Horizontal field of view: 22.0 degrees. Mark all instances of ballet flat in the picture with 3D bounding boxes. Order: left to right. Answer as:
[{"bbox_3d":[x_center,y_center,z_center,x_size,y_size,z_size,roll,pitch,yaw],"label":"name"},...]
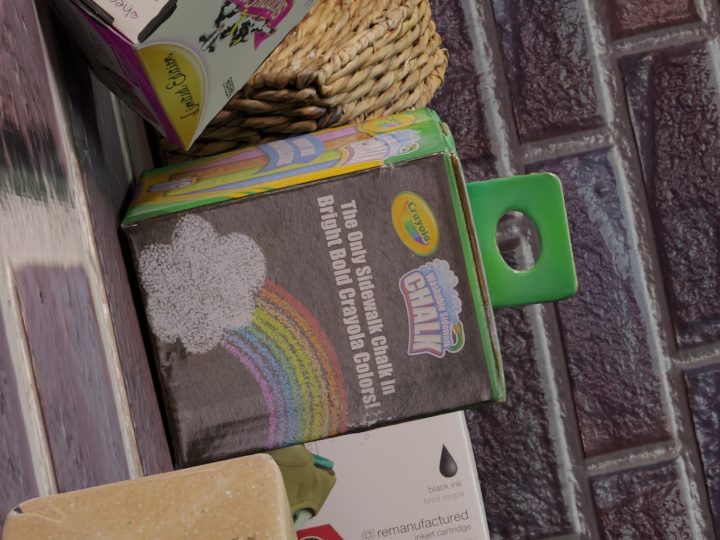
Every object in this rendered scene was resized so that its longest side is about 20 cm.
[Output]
[{"bbox_3d":[-0.055,0.118,1.008,0.200,0.068,0.063,66,40,-77],"label":"ballet flat"}]

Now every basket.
[{"bbox_3d":[-0.020,-0.088,1.091,0.200,0.142,0.150,-59,142,-56],"label":"basket"}]

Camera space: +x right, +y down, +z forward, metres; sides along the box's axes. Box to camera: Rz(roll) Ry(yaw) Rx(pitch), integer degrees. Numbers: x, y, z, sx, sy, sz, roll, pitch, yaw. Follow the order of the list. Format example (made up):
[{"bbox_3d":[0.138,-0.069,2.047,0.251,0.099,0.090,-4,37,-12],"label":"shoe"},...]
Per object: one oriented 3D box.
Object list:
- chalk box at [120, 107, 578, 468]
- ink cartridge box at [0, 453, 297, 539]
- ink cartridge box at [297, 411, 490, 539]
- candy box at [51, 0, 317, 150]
[{"bbox_3d":[0.000,0.000,0.880,0.124,0.199,0.125,-101,179,-76],"label":"chalk box"},{"bbox_3d":[-0.033,0.163,0.409,0.200,0.075,0.165,-103,-178,-66],"label":"ink cartridge box"},{"bbox_3d":[-0.005,0.102,1.178,0.083,0.146,0.201,57,20,-84],"label":"ink cartridge box"},{"bbox_3d":[-0.039,-0.159,0.777,0.061,0.200,0.136,40,-7,11],"label":"candy box"}]
